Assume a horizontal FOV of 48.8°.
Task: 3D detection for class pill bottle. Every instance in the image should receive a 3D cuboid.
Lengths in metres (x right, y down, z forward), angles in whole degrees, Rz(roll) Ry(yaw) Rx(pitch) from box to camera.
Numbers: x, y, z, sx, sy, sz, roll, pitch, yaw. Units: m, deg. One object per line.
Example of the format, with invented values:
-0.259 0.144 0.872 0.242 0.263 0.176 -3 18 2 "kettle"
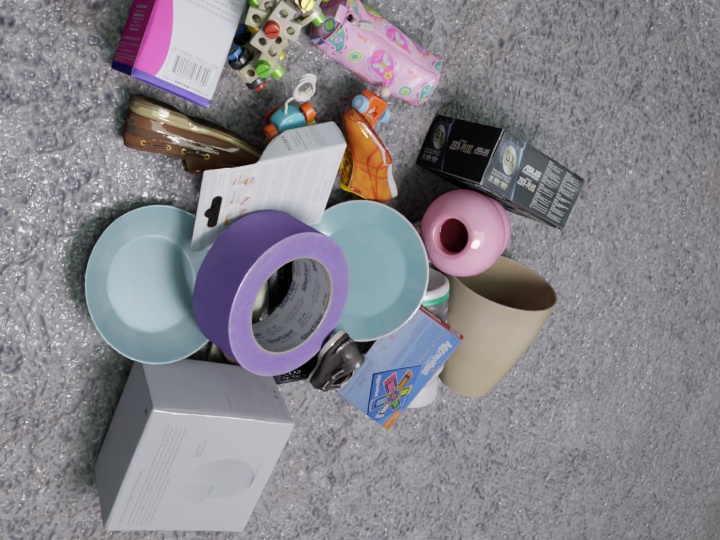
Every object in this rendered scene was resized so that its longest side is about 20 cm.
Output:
0.079 0.105 1.249 0.112 0.113 0.203 -12 117 -29 "pill bottle"

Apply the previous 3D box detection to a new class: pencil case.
0.023 -0.304 1.093 0.199 0.087 0.088 25 92 -37 "pencil case"

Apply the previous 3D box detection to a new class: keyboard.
-0.083 0.074 1.181 0.103 0.040 0.203 -11 113 -29 "keyboard"

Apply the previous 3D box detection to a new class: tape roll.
-0.113 0.030 1.039 0.199 0.085 0.202 -25 128 -35 "tape roll"

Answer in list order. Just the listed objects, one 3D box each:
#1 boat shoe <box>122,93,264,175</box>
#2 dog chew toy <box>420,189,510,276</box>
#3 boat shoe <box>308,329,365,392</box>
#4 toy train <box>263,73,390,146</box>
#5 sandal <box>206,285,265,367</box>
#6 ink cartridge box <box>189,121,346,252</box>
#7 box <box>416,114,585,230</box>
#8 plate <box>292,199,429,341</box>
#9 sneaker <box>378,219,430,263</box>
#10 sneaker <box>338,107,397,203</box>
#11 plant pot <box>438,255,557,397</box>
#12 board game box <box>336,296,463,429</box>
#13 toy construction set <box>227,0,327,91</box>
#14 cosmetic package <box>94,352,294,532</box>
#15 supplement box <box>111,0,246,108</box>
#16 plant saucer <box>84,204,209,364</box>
-0.206 -0.157 1.008 0.198 0.072 0.068 18 102 -30 "boat shoe"
0.169 -0.061 1.186 0.199 0.123 0.126 -18 120 -62 "dog chew toy"
-0.033 0.148 1.156 0.067 0.057 0.200 -40 167 -20 "boat shoe"
-0.052 -0.210 1.071 0.199 0.056 0.151 4 127 -53 "toy train"
-0.171 0.101 1.122 0.079 0.057 0.204 -3 107 -32 "sandal"
-0.127 -0.107 1.031 0.198 0.048 0.161 -15 150 -29 "ink cartridge box"
0.215 -0.152 1.219 0.198 0.163 0.087 22 95 -35 "box"
0.000 0.000 1.144 0.197 0.026 0.203 0 94 5 "plate"
0.092 -0.035 1.227 0.198 0.087 0.077 -7 108 -32 "sneaker"
0.003 -0.144 1.100 0.076 0.073 0.201 -28 148 -4 "sneaker"
0.202 0.101 1.304 0.185 0.187 0.202 -2 121 -32 "plant pot"
0.057 0.142 1.196 0.102 0.019 0.201 36 115 0 "board game box"
-0.100 -0.296 0.967 0.130 0.201 0.093 -27 113 20 "toy construction set"
-0.227 0.234 1.063 0.198 0.123 0.201 12 115 -34 "cosmetic package"
-0.204 -0.310 0.934 0.100 0.103 0.202 18 97 -34 "supplement box"
-0.264 0.018 1.027 0.199 0.038 0.204 0 90 -38 "plant saucer"
